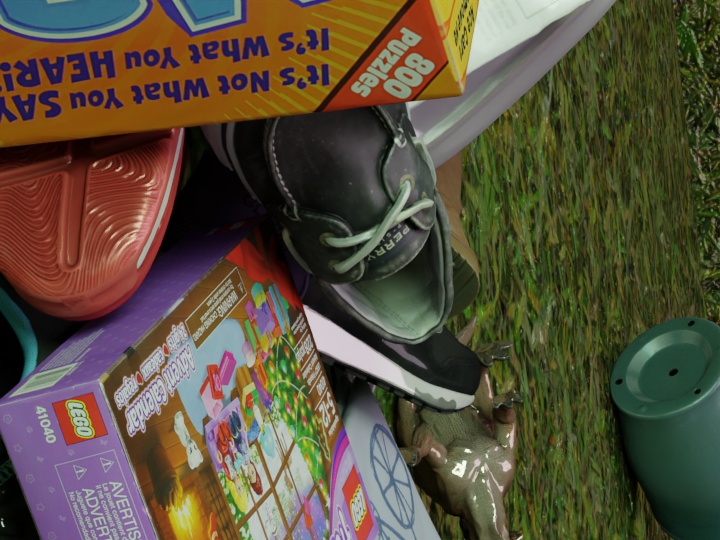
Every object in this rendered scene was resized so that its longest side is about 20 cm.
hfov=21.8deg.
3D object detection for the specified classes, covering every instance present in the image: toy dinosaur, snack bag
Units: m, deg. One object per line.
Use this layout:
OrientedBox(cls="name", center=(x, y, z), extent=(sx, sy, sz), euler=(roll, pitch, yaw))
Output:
OrientedBox(cls="toy dinosaur", center=(0.056, 0.118, 1.137), extent=(0.200, 0.086, 0.136), euler=(-100, -176, -51))
OrientedBox(cls="snack bag", center=(0.023, 0.168, 0.839), extent=(0.189, 0.021, 0.200), euler=(-75, 142, -66))

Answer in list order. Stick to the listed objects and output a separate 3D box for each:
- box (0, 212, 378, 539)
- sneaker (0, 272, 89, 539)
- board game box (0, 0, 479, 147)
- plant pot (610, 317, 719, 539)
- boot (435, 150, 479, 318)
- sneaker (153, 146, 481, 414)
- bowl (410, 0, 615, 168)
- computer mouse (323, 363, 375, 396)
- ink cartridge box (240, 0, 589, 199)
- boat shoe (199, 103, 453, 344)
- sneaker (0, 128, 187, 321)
OrientedBox(cls="box", center=(-0.049, 0.071, 0.633), extent=(0.200, 0.039, 0.137), euler=(-55, 128, -70))
OrientedBox(cls="sneaker", center=(-0.116, 0.089, 0.601), extent=(0.082, 0.073, 0.200), euler=(45, 33, -54))
OrientedBox(cls="board game box", center=(-0.074, -0.180, 0.562), extent=(0.200, 0.199, 0.200), euler=(-78, 156, -42))
OrientedBox(cls="plant pot", center=(0.357, 0.157, 1.951), extent=(0.188, 0.200, 0.200), euler=(52, 34, -35))
OrientedBox(cls="boot", center=(-0.006, -0.081, 1.000), extent=(0.175, 0.066, 0.200), euler=(46, 23, -29))
OrientedBox(cls="sneaker", center=(0.000, 0.000, 0.834), extent=(0.200, 0.076, 0.088), euler=(27, 89, -45))
OrientedBox(cls="bowl", center=(0.023, -0.143, 0.826), extent=(0.200, 0.200, 0.075), euler=(48, -1, -31))
OrientedBox(cls="computer mouse", center=(-0.015, 0.028, 0.982), extent=(0.200, 0.044, 0.110), euler=(-58, 138, -68))
OrientedBox(cls="ink cartridge box", center=(0.003, -0.146, 0.744), extent=(0.160, 0.200, 0.047), euler=(60, -4, -3))
OrientedBox(cls="boat shoe", center=(0.001, -0.031, 0.680), extent=(0.071, 0.072, 0.200), euler=(57, 3, 26))
OrientedBox(cls="sneaker", center=(-0.084, -0.038, 0.666), extent=(0.116, 0.078, 0.200), euler=(70, 11, -46))
